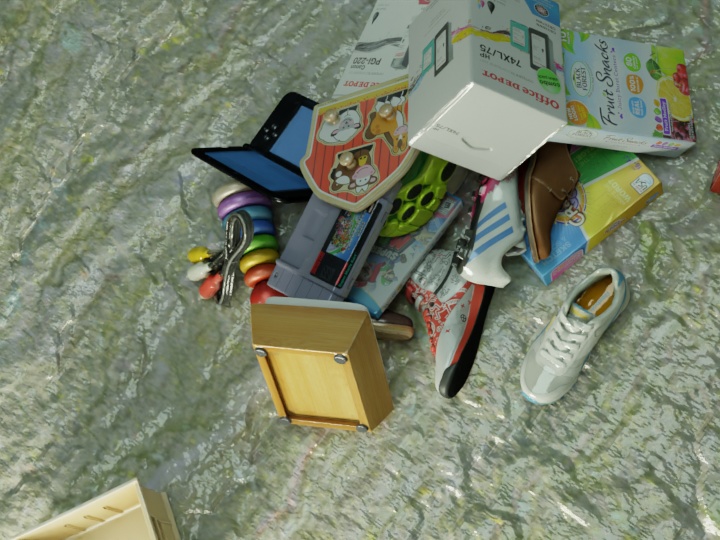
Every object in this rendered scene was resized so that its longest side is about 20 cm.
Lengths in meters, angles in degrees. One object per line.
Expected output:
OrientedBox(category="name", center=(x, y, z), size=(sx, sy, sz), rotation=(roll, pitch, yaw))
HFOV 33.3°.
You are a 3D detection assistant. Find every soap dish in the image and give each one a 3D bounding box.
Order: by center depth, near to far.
OrientedBox(category="soap dish", center=(-0.051, 0.125, 1.550), size=(0.157, 0.200, 0.081), rotation=(4, 48, 18))

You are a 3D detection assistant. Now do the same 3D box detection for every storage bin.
OrientedBox(category="storage bin", center=(-0.335, 0.413, 1.597), size=(0.200, 0.094, 0.199), rotation=(-26, 66, 7))

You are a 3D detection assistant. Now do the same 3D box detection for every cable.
OrientedBox(category="cable", center=(-0.194, -0.011, 1.668), size=(0.050, 0.200, 0.097), rotation=(-13, 77, -27))

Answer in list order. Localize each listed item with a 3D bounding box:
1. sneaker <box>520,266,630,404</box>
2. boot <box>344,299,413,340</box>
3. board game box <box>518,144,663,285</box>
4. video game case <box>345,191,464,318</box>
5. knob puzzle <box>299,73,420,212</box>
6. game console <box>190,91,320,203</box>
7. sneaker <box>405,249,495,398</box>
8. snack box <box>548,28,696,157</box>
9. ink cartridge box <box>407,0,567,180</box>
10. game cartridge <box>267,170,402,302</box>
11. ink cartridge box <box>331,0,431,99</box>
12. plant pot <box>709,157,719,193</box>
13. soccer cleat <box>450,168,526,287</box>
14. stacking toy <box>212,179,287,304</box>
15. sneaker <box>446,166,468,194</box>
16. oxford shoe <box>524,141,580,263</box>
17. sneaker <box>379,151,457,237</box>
OrientedBox(category="sneaker", center=(0.267, 0.079, 1.534), size=(0.076, 0.081, 0.200), rotation=(33, 85, 22))
OrientedBox(category="boot", center=(0.000, 0.000, 1.646), size=(0.200, 0.072, 0.167), rotation=(14, 79, 25))
OrientedBox(category="board game box", center=(0.277, -0.100, 1.613), size=(0.200, 0.040, 0.153), rotation=(-39, 65, 1))
OrientedBox(category="video game case", center=(0.026, -0.047, 1.628), size=(0.143, 0.018, 0.200), rotation=(30, 74, 27))
OrientedBox(category="knob puzzle", center=(-0.001, -0.166, 1.575), size=(0.219, 0.030, 0.220), rotation=(-18, 52, 25))
OrientedBox(category="game console", center=(-0.103, -0.177, 1.697), size=(0.200, 0.116, 0.176), rotation=(31, 82, 35))
OrientedBox(category="sneaker", center=(0.105, 0.066, 1.597), size=(0.108, 0.067, 0.202), rotation=(13, 73, 21))
OrientedBox(category="snack box", center=(0.336, -0.230, 1.577), size=(0.200, 0.053, 0.143), rotation=(5, 68, -20))
OrientedBox(category="ink cartridge box", center=(0.157, -0.248, 1.519), size=(0.146, 0.146, 0.200), rotation=(-41, 39, 48))
OrientedBox(category="game cartridge", center=(-0.036, -0.047, 1.582), size=(0.130, 0.038, 0.200), rotation=(25, 88, 49))
OrientedBox(category="ink cartridge box", center=(0.067, -0.304, 1.699), size=(0.146, 0.085, 0.200), rotation=(13, 76, 47))
OrientedBox(category="plant pot", center=(0.561, -0.186, 1.484), size=(0.176, 0.200, 0.200), rotation=(20, 79, 10))
OrientedBox(category="soccer cleat", center=(0.184, -0.069, 1.580), size=(0.086, 0.070, 0.200), rotation=(22, 70, -5))
OrientedBox(category="stacking toy", center=(-0.149, -0.027, 1.701), size=(0.085, 0.085, 0.200), rotation=(-18, 72, 10))
OrientedBox(category="sneaker", center=(0.128, -0.197, 1.663), size=(0.070, 0.093, 0.200), rotation=(23, 80, 23))
OrientedBox(category="oxford shoe", center=(0.248, -0.105, 1.565), size=(0.071, 0.071, 0.200), rotation=(3, 72, 13))
OrientedBox(category="sneaker", center=(0.075, -0.130, 1.610), size=(0.200, 0.074, 0.084), rotation=(-55, 39, -4))
